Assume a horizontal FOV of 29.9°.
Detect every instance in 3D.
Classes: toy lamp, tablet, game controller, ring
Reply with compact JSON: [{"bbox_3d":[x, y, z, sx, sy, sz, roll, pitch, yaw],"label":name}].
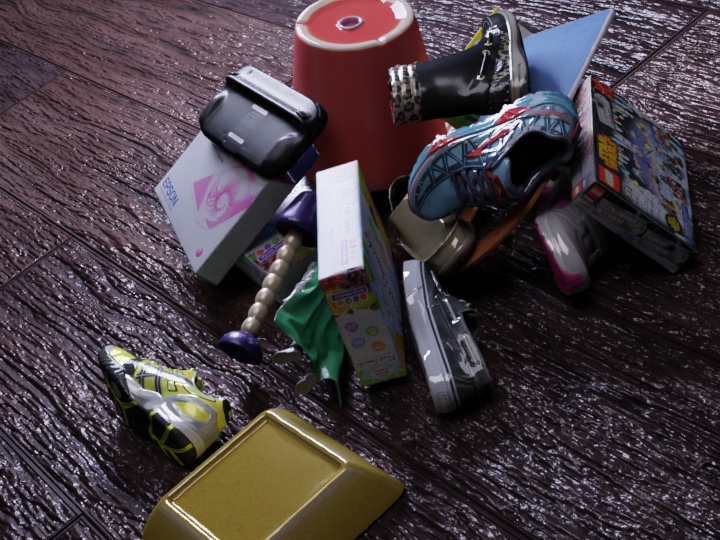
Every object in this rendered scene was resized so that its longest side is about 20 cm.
[{"bbox_3d":[-0.090,0.004,1.473,0.058,0.058,0.201,6,63,36],"label":"toy lamp"},{"bbox_3d":[0.207,-0.220,1.518,0.130,0.014,0.201,-13,36,41],"label":"tablet"},{"bbox_3d":[-0.117,-0.175,1.573,0.105,0.042,0.200,-56,41,1],"label":"game controller"},{"bbox_3d":[0.157,-0.075,1.451,0.201,0.019,0.201,-51,12,14],"label":"ring"}]

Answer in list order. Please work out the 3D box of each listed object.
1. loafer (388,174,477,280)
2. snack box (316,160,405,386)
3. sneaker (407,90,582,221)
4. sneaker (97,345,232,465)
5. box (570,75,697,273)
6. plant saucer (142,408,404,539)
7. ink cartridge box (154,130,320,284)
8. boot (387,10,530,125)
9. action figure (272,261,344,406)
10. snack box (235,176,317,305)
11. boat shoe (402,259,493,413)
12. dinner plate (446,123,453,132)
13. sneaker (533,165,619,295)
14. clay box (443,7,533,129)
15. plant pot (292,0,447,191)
[{"bbox_3d":[0.069,-0.051,1.478,0.076,0.068,0.200,-52,20,8],"label":"loafer"},{"bbox_3d":[0.000,0.000,1.402,0.053,0.143,0.201,-17,34,10],"label":"snack box"},{"bbox_3d":[0.130,-0.105,1.361,0.199,0.079,0.096,-32,30,20],"label":"sneaker"},{"bbox_3d":[-0.210,0.135,1.434,0.076,0.076,0.200,-33,45,-26],"label":"sneaker"},{"bbox_3d":[0.280,-0.103,1.397,0.040,0.136,0.201,-47,21,34],"label":"box"},{"bbox_3d":[-0.093,0.214,1.267,0.200,0.049,0.199,-40,36,-22],"label":"plant saucer"},{"bbox_3d":[-0.153,-0.115,1.610,0.200,0.043,0.197,-51,38,14],"label":"ink cartridge box"},{"bbox_3d":[0.104,-0.226,1.496,0.152,0.074,0.204,-6,35,1],"label":"boot"},{"bbox_3d":[-0.046,0.048,1.434,0.054,0.119,0.200,-23,24,22],"label":"action figure"},{"bbox_3d":[-0.084,-0.047,1.608,0.142,0.053,0.200,-33,35,-15],"label":"snack box"},{"bbox_3d":[0.088,0.062,1.358,0.070,0.072,0.201,-14,45,-1],"label":"boat shoe"},{"bbox_3d":[0.173,-0.179,1.660,0.199,0.024,0.201,-15,36,11],"label":"dinner plate"},{"bbox_3d":[0.233,-0.054,1.405,0.088,0.082,0.201,-13,36,18],"label":"sneaker"},{"bbox_3d":[0.158,-0.214,1.595,0.200,0.115,0.048,-53,1,-38],"label":"clay box"},{"bbox_3d":[0.001,-0.221,1.607,0.199,0.178,0.201,-5,39,4],"label":"plant pot"}]
